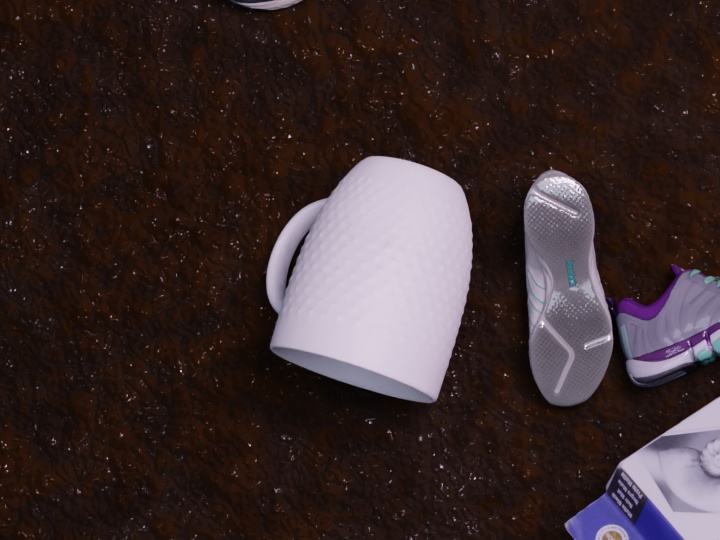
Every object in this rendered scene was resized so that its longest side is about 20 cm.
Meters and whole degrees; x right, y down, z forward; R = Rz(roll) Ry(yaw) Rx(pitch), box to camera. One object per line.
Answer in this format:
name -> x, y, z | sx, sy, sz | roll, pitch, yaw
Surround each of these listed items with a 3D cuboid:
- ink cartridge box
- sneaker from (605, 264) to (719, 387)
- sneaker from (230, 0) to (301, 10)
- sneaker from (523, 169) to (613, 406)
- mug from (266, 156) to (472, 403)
ink cartridge box -> 0.291, 0.204, 1.300 | 0.199, 0.041, 0.200 | -32, 58, -14
sneaker -> 0.301, 0.022, 1.383 | 0.198, 0.074, 0.088 | -22, 76, 9
sneaker -> -0.038, -0.289, 1.469 | 0.198, 0.085, 0.078 | -19, 81, 9
sneaker -> 0.172, 0.013, 1.413 | 0.069, 0.080, 0.203 | -3, 103, 3
mug -> 0.000, 0.000, 1.417 | 0.199, 0.147, 0.177 | 9, 77, 41
